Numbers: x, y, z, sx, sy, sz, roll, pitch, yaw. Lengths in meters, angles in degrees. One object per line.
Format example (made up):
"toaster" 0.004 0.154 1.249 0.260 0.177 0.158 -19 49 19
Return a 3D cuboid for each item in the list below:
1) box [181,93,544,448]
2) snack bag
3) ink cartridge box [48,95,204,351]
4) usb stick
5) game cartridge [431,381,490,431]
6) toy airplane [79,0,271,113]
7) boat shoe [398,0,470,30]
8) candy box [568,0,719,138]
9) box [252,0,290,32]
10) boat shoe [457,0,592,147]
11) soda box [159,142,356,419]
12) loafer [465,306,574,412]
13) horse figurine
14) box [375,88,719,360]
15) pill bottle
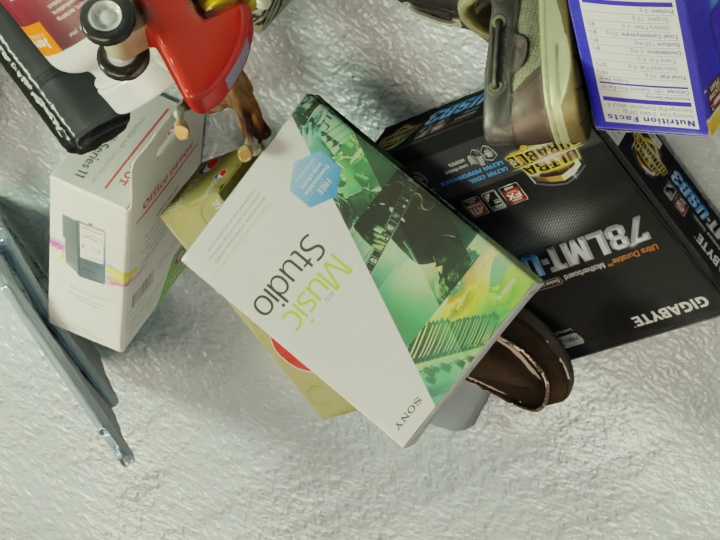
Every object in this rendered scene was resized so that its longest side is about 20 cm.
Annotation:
"box" 0.000 0.000 1.438 0.200 0.036 0.144 39 101 8
"snack bag" -0.239 0.042 1.698 0.189 0.021 0.200 59 178 -24
"ink cartridge box" -0.170 -0.051 1.578 0.067 0.117 0.200 23 139 11
"usb stick" -0.234 -0.166 1.512 0.200 0.055 0.033 53 156 12
"game cartridge" 0.012 0.038 1.607 0.200 0.042 0.133 29 136 6
"toy airplane" -0.092 -0.214 1.240 0.141 0.200 0.199 -7 121 1
"boat shoe" 0.053 -0.183 1.336 0.200 0.074 0.060 14 145 24
"candy box" 0.173 -0.198 1.159 0.077 0.169 0.200 10 135 31
"box" -0.072 -0.252 1.352 0.082 0.068 0.200 23 139 15
"boat shoe" 0.087 -0.153 1.220 0.066 0.201 0.072 -10 145 6
"soda box" -0.049 0.009 1.544 0.068 0.064 0.200 -18 118 43
"loafer" 0.050 0.045 1.490 0.200 0.071 0.073 29 141 10
"horse figurine" -0.121 -0.140 1.371 0.050 0.133 0.200 -39 107 19
"box" 0.129 -0.034 1.447 0.200 0.050 0.199 -18 117 45
"pill bottle" -0.190 -0.206 1.442 0.113 0.113 0.200 -19 117 44
